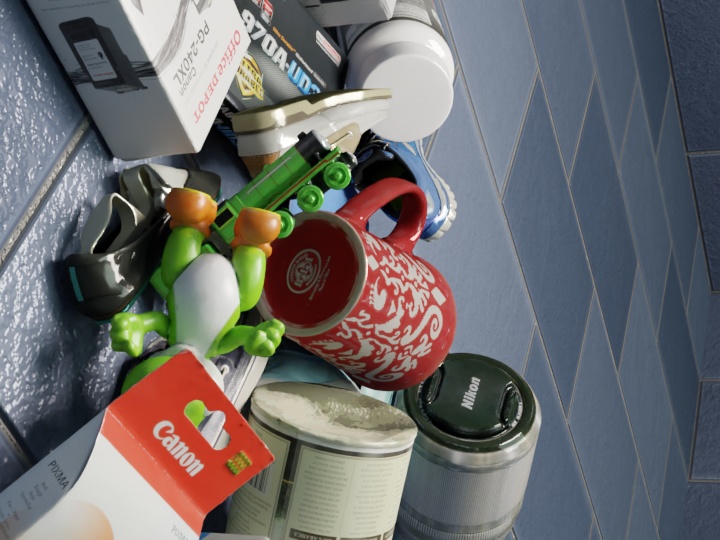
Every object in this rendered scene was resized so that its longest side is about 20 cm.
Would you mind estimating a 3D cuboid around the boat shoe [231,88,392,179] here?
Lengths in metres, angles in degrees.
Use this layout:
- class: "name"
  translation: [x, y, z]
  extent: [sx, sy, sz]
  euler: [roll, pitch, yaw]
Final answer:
- class: "boat shoe"
  translation: [-0.040, -0.122, 1.220]
  extent: [0.199, 0.074, 0.069]
  euler: [-22, 107, -48]

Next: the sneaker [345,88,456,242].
- class: "sneaker"
  translation: [0.025, -0.122, 1.424]
  extent: [0.089, 0.079, 0.201]
  euler: [18, 33, -53]

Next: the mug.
- class: "mug"
  translation: [-0.010, 0.005, 1.212]
  extent: [0.200, 0.132, 0.180]
  euler: [30, 50, -64]

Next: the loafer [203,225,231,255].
- class: "loafer"
  translation: [-0.085, -0.018, 1.214]
  extent: [0.199, 0.062, 0.073]
  euler: [19, 65, -54]

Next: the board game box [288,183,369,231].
- class: "board game box"
  translation: [-0.048, -0.011, 1.377]
  extent: [0.158, 0.039, 0.202]
  euler: [33, 56, -55]

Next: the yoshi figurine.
- class: "yoshi figurine"
  translation: [-0.123, 0.045, 0.998]
  extent: [0.111, 0.112, 0.202]
  euler: [22, 80, -47]

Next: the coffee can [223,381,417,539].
- class: "coffee can"
  translation: [-0.042, 0.214, 1.161]
  extent: [0.146, 0.145, 0.202]
  euler: [-14, 118, -66]

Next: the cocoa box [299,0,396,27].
- class: "cocoa box"
  translation: [-0.028, -0.354, 1.327]
  extent: [0.132, 0.132, 0.202]
  euler: [60, 36, -47]

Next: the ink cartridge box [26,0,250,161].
- class: "ink cartridge box"
  translation: [-0.171, -0.206, 1.043]
  extent: [0.201, 0.082, 0.146]
  euler: [66, 32, -41]

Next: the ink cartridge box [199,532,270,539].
- class: "ink cartridge box"
  translation: [-0.144, 0.292, 1.022]
  extent: [0.201, 0.115, 0.068]
  euler: [-61, 142, -48]

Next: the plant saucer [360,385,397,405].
- class: "plant saucer"
  translation: [0.013, 0.154, 1.418]
  extent: [0.200, 0.027, 0.202]
  euler: [15, 90, -84]

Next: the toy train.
- class: "toy train"
  translation: [-0.090, -0.039, 1.109]
  extent: [0.057, 0.200, 0.042]
  euler: [49, 4, -6]

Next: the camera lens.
- class: "camera lens"
  translation: [0.111, 0.205, 1.519]
  extent: [0.161, 0.158, 0.201]
  euler: [-65, 166, -47]

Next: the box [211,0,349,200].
- class: "box"
  translation: [-0.087, -0.182, 1.259]
  extent: [0.200, 0.046, 0.161]
  euler: [44, 48, -49]

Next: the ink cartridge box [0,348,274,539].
- class: "ink cartridge box"
  translation: [-0.156, 0.170, 0.944]
  extent: [0.199, 0.050, 0.163]
  euler: [-37, 138, -6]

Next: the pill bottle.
- class: "pill bottle"
  translation: [0.036, -0.221, 1.411]
  extent: [0.201, 0.113, 0.115]
  euler: [-100, 172, -55]

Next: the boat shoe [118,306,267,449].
- class: "boat shoe"
  translation: [-0.134, 0.073, 1.118]
  extent: [0.093, 0.074, 0.202]
  euler: [56, 38, -41]

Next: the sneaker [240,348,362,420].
- class: "sneaker"
  translation: [-0.086, 0.111, 1.259]
  extent: [0.199, 0.082, 0.074]
  euler: [8, 122, -52]

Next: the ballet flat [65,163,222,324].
- class: "ballet flat"
  translation: [-0.167, -0.041, 1.064]
  extent: [0.069, 0.067, 0.201]
  euler: [62, 32, -24]

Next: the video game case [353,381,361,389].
- class: "video game case"
  translation: [0.013, 0.070, 1.418]
  extent: [0.143, 0.019, 0.202]
  euler: [-62, 165, -64]
